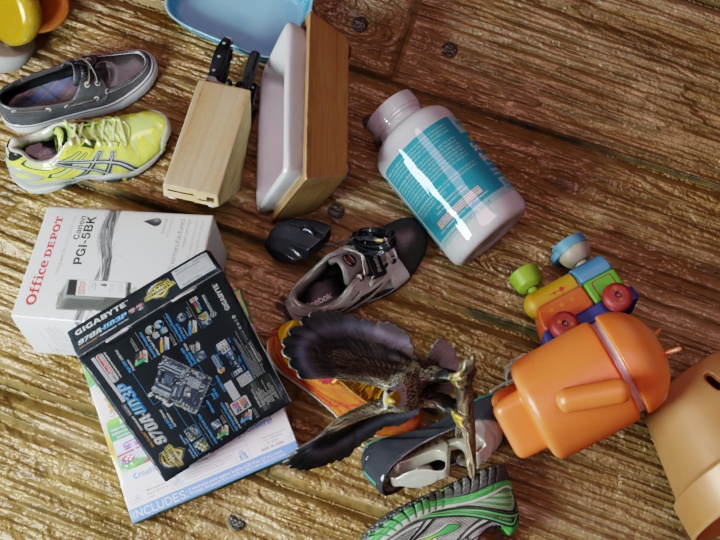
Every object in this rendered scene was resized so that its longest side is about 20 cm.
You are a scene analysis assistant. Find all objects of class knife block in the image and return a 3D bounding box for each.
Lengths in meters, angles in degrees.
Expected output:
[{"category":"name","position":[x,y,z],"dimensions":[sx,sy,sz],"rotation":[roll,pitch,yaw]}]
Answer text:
[{"category":"knife block","position":[-0.163,-0.177,1.085],"dimensions":[0.063,0.200,0.178],"rotation":[10,104,1]}]

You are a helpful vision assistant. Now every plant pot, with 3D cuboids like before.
[{"category":"plant pot","position":[0.399,0.175,1.007],"dimensions":[0.198,0.201,0.141],"rotation":[-25,60,-9]}]

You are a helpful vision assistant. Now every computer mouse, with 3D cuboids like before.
[{"category":"computer mouse","position":[-0.038,-0.039,1.058],"dimensions":[0.059,0.198,0.034],"rotation":[-44,121,-39]}]

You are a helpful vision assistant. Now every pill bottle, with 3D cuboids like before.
[{"category":"pill bottle","position":[0.093,-0.114,1.106],"dimensions":[0.110,0.111,0.201],"rotation":[-36,79,-11]}]

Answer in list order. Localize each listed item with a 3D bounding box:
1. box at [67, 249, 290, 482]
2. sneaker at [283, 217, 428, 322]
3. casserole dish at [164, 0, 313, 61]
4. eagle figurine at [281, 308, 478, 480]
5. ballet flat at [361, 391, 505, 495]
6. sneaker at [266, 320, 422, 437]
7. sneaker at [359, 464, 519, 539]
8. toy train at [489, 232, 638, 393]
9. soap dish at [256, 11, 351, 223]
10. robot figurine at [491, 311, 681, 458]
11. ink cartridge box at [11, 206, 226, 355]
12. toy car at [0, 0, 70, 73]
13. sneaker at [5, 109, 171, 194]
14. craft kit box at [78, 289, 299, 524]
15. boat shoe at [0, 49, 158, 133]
[{"category":"box","position":[-0.176,0.100,0.956],"dimensions":[0.158,0.202,0.046],"rotation":[-31,40,-10]},{"category":"sneaker","position":[0.000,0.000,1.084],"dimensions":[0.199,0.089,0.074],"rotation":[-36,77,-13]},{"category":"casserole dish","position":[-0.152,-0.332,1.195],"dimensions":[0.197,0.039,0.123],"rotation":[23,74,3]},{"category":"eagle figurine","position":[0.022,0.126,0.978],"dimensions":[0.196,0.152,0.154],"rotation":[-1,58,10]},{"category":"ballet flat","position":[0.098,0.197,1.039],"dimensions":[0.197,0.073,0.074],"rotation":[-19,76,-4]},{"category":"sneaker","position":[-0.016,0.126,1.044],"dimensions":[0.198,0.077,0.074],"rotation":[30,69,-10]},{"category":"sneaker","position":[0.082,0.282,1.012],"dimensions":[0.197,0.078,0.086],"rotation":[-21,77,-9]},{"category":"toy train","position":[0.207,0.044,1.088],"dimensions":[0.198,0.085,0.117],"rotation":[-27,65,-7]},{"category":"soap dish","position":[-0.067,-0.171,1.099],"dimensions":[0.080,0.157,0.203],"rotation":[6,73,-18]},{"category":"robot figurine","position":[0.237,0.120,0.989],"dimensions":[0.198,0.144,0.118],"rotation":[-30,54,7]},{"category":"ink cartridge box","position":[-0.261,0.015,1.041],"dimensions":[0.196,0.083,0.149],"rotation":[3,59,7]},{"category":"toy car","position":[-0.440,-0.358,1.144],"dimensions":[0.199,0.176,0.150],"rotation":[35,41,8]},{"category":"sneaker","position":[-0.319,-0.145,1.116],"dimensions":[0.197,0.077,0.076],"rotation":[-20,74,-9]},{"category":"craft kit box","position":[-0.191,0.150,1.057],"dimensions":[0.197,0.049,0.200],"rotation":[-20,79,-8]},{"category":"boat shoe","position":[-0.344,-0.228,1.143],"dimensions":[0.197,0.066,0.071],"rotation":[-18,76,-7]}]
